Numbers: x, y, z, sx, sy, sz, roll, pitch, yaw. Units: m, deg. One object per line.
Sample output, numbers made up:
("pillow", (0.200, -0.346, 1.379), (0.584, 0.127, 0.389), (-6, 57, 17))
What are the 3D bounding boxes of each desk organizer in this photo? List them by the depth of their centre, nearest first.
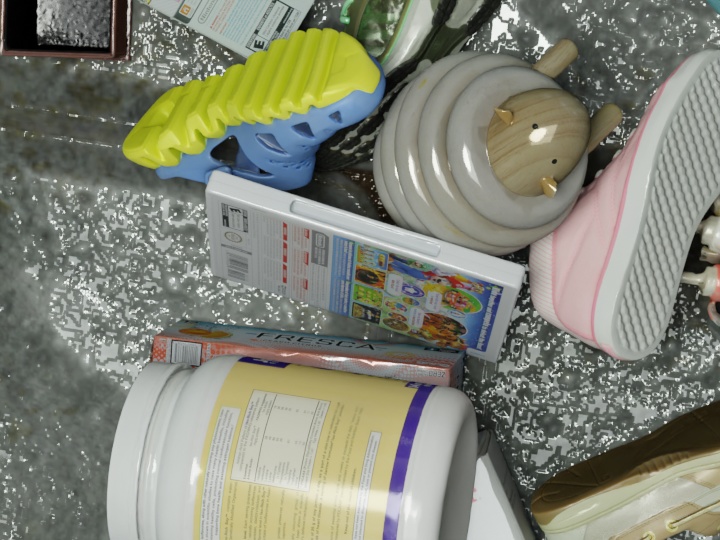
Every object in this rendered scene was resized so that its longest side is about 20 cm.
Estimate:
("desk organizer", (-0.186, -0.234, 1.340), (0.071, 0.077, 0.202), (4, 99, 6))

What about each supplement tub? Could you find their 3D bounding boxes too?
("supplement tub", (-0.038, 0.129, 1.263), (0.198, 0.145, 0.147), (8, 99, 12))

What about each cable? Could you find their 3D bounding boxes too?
("cable", (0.294, 0.005, 1.320), (0.198, 0.050, 0.098), (9, 62, 10))

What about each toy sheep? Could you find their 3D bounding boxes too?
("toy sheep", (0.074, -0.072, 1.292), (0.137, 0.200, 0.139), (5, 78, -27))

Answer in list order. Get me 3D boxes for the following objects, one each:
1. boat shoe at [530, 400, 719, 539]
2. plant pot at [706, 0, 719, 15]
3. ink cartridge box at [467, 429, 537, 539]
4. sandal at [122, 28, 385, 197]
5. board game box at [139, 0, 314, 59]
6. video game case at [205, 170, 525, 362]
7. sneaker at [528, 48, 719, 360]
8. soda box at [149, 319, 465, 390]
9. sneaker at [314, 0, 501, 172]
("boat shoe", (0.211, 0.138, 1.355), (0.198, 0.074, 0.067), (-21, 108, 11))
("plant pot", (0.270, -0.189, 1.245), (0.141, 0.142, 0.200), (-41, 120, 11))
("ink cartridge box", (0.057, 0.225, 1.372), (0.144, 0.088, 0.201), (-23, 96, 9))
("sandal", (-0.054, -0.087, 1.305), (0.199, 0.080, 0.087), (-15, 125, 45))
("board game box", (-0.106, -0.234, 1.291), (0.199, 0.064, 0.148), (26, 101, -32))
("video game case", (0.000, 0.000, 1.325), (0.198, 0.143, 0.018), (18, 69, 4))
("sneaker", (0.165, -0.049, 1.317), (0.075, 0.104, 0.202), (24, 86, -37))
("soda box", (-0.035, 0.077, 1.364), (0.198, 0.068, 0.064), (7, 99, 11))
("sneaker", (0.015, -0.153, 1.346), (0.089, 0.077, 0.201), (45, 104, 31))
